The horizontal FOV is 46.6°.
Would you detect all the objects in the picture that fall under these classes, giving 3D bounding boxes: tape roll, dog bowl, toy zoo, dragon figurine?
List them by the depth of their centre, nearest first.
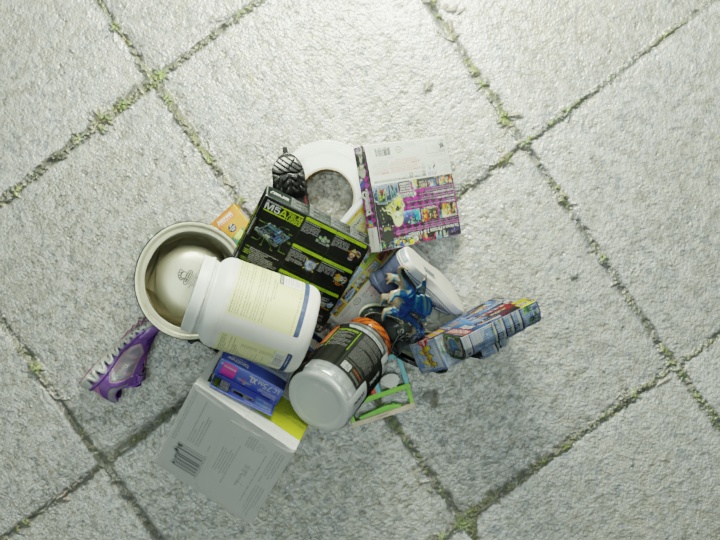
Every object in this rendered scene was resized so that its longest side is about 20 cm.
[{"bbox_3d":[0.089,0.043,1.412,0.097,0.202,0.060,2,50,-10],"label":"dragon figurine"},{"bbox_3d":[-0.296,0.020,1.459,0.196,0.074,0.205,1,86,-17],"label":"dog bowl"},{"bbox_3d":[-0.059,-0.133,1.519,0.198,0.071,0.207,0,93,1],"label":"tape roll"},{"bbox_3d":[0.015,0.177,1.561,0.129,0.020,0.204,-18,93,2],"label":"toy zoo"}]

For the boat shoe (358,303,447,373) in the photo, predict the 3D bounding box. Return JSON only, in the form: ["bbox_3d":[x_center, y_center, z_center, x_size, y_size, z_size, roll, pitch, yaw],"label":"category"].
[{"bbox_3d":[0.082,0.130,1.508,0.198,0.067,0.075,35,113,-20],"label":"boat shoe"}]

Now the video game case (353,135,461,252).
[{"bbox_3d":[0.087,-0.138,1.479,0.197,0.035,0.185,-14,95,-37],"label":"video game case"}]

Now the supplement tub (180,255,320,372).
[{"bbox_3d":[-0.176,0.067,1.340,0.196,0.145,0.148,20,94,-11],"label":"supplement tub"}]

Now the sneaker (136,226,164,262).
[{"bbox_3d":[-0.328,0.012,1.539,0.200,0.071,0.080,46,118,-8],"label":"sneaker"}]

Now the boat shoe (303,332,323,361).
[{"bbox_3d":[-0.163,0.109,1.533,0.198,0.072,0.073,35,95,-2],"label":"boat shoe"}]

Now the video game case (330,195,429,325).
[{"bbox_3d":[0.000,0.000,1.495,0.181,0.023,0.201,40,93,-26],"label":"video game case"}]

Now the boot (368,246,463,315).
[{"bbox_3d":[0.102,0.037,1.503,0.090,0.074,0.199,-34,130,19],"label":"boot"}]

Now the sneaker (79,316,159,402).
[{"bbox_3d":[-0.422,0.166,1.541,0.200,0.081,0.088,-44,99,8],"label":"sneaker"}]

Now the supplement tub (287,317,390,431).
[{"bbox_3d":[-0.028,0.169,1.421,0.120,0.200,0.125,13,121,23],"label":"supplement tub"}]

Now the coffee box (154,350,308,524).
[{"bbox_3d":[-0.203,0.264,1.453,0.198,0.198,0.201,32,119,-1],"label":"coffee box"}]

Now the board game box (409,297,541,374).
[{"bbox_3d":[0.193,0.116,1.447,0.197,0.200,0.063,-26,94,-11],"label":"board game box"}]

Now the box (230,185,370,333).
[{"bbox_3d":[-0.111,-0.015,1.407,0.197,0.048,0.195,24,112,-14],"label":"box"}]

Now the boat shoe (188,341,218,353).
[{"bbox_3d":[-0.297,0.109,1.542,0.197,0.070,0.067,26,109,-5],"label":"boat shoe"}]

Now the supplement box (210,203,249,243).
[{"bbox_3d":[-0.189,-0.025,1.528,0.066,0.069,0.201,-40,90,0],"label":"supplement box"}]

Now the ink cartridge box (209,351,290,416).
[{"bbox_3d":[-0.172,0.148,1.410,0.118,0.201,0.042,29,122,-7],"label":"ink cartridge box"}]

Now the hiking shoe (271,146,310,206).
[{"bbox_3d":[-0.114,-0.108,1.444,0.074,0.101,0.204,-1,113,-3],"label":"hiking shoe"}]
